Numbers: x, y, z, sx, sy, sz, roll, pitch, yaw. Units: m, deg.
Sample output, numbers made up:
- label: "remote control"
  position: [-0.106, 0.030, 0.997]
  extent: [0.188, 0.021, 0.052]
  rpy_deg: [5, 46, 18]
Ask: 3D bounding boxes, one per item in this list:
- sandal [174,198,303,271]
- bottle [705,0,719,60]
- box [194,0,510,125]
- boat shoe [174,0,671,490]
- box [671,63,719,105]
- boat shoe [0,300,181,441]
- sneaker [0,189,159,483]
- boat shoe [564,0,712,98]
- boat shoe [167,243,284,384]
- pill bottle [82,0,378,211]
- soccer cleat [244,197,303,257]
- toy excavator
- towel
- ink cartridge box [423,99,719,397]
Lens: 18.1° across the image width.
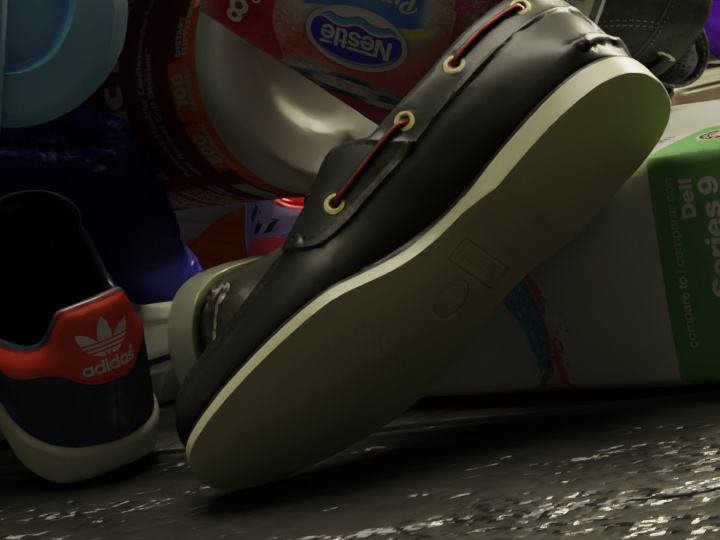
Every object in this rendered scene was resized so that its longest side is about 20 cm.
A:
- label: "sandal"
  position: [-0.051, -0.057, 1.141]
  extent: [0.207, 0.079, 0.059]
  rpy_deg: [-44, 39, 16]
- label: "bottle"
  position: [0.239, -0.120, 1.182]
  extent: [0.199, 0.066, 0.083]
  rpy_deg: [23, 4, -28]
- label: "box"
  position: [0.027, -0.135, 0.859]
  extent: [0.102, 0.095, 0.200]
  rpy_deg: [32, 25, 2]
- label: "boat shoe"
  position: [0.012, -0.009, 0.759]
  extent: [0.201, 0.063, 0.074]
  rpy_deg: [-44, -36, 2]
- label: "box"
  position: [0.164, -0.063, 1.163]
  extent: [0.068, 0.083, 0.200]
  rpy_deg: [-13, 9, -10]
- label: "boat shoe"
  position: [-0.127, 0.029, 0.959]
  extent: [0.199, 0.067, 0.073]
  rpy_deg: [-17, 10, -37]
- label: "sneaker"
  position: [-0.144, -0.003, 0.872]
  extent: [0.075, 0.085, 0.199]
  rpy_deg: [-26, 42, -34]
- label: "boat shoe"
  position: [0.104, -0.092, 0.876]
  extent: [0.066, 0.070, 0.200]
  rpy_deg: [22, -7, 4]
- label: "boat shoe"
  position: [0.001, 0.003, 0.959]
  extent: [0.060, 0.073, 0.201]
  rpy_deg: [-6, 16, 36]
- label: "pill bottle"
  position: [-0.071, -0.085, 1.018]
  extent: [0.113, 0.115, 0.199]
  rpy_deg: [-16, 7, -34]
- label: "soccer cleat"
  position: [0.040, -0.031, 1.112]
  extent: [0.198, 0.077, 0.067]
  rpy_deg: [-13, 10, -8]
- label: "toy excavator"
  position: [-0.110, -0.126, 0.850]
  extent: [0.198, 0.196, 0.100]
  rpy_deg: [1, 15, -20]
- label: "towel"
  position: [-0.148, -0.027, 1.015]
  extent: [0.146, 0.050, 0.200]
  rpy_deg: [5, -22, 10]
- label: "ink cartridge box"
  position: [0.101, -0.011, 0.851]
  extent: [0.199, 0.088, 0.145]
  rpy_deg: [-7, 8, 38]
